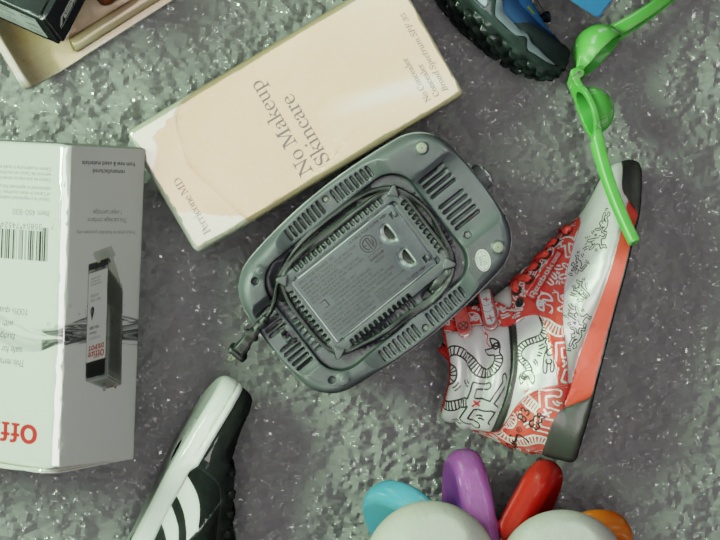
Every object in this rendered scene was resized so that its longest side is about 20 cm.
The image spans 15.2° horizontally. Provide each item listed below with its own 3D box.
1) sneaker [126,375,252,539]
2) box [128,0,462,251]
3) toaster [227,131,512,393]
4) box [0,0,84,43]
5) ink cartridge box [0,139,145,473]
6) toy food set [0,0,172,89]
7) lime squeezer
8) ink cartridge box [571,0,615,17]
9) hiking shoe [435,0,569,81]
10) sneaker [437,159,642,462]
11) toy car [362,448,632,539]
[{"bbox_3d":[-0.091,0.176,1.752,0.111,0.073,0.201,27,99,-7],"label":"sneaker"},{"bbox_3d":[-0.043,-0.101,1.734,0.199,0.078,0.095,-32,94,-1],"label":"box"},{"bbox_3d":[0.000,0.000,1.715,0.200,0.129,0.114,-40,93,-1],"label":"toaster"},{"bbox_3d":[-0.239,-0.252,1.689,0.199,0.049,0.162,24,78,17],"label":"box"},{"bbox_3d":[-0.217,0.019,1.697,0.146,0.083,0.202,5,93,34],"label":"ink cartridge box"},{"bbox_3d":[-0.169,-0.229,1.731,0.199,0.060,0.144,-32,94,-2],"label":"toy food set"},{"bbox_3d":[0.166,-0.114,1.747,0.070,0.038,0.201,21,68,-14],"label":"lime squeezer"},{"bbox_3d":[0.108,-0.279,1.697,0.199,0.085,0.145,31,54,-5],"label":"ink cartridge box"},{"bbox_3d":[0.076,-0.212,1.738,0.087,0.074,0.200,-43,98,-8],"label":"hiking shoe"},{"bbox_3d":[0.113,0.015,1.752,0.107,0.067,0.203,14,87,4],"label":"sneaker"},{"bbox_3d":[0.081,0.186,1.727,0.198,0.175,0.151,4,58,-3],"label":"toy car"}]
